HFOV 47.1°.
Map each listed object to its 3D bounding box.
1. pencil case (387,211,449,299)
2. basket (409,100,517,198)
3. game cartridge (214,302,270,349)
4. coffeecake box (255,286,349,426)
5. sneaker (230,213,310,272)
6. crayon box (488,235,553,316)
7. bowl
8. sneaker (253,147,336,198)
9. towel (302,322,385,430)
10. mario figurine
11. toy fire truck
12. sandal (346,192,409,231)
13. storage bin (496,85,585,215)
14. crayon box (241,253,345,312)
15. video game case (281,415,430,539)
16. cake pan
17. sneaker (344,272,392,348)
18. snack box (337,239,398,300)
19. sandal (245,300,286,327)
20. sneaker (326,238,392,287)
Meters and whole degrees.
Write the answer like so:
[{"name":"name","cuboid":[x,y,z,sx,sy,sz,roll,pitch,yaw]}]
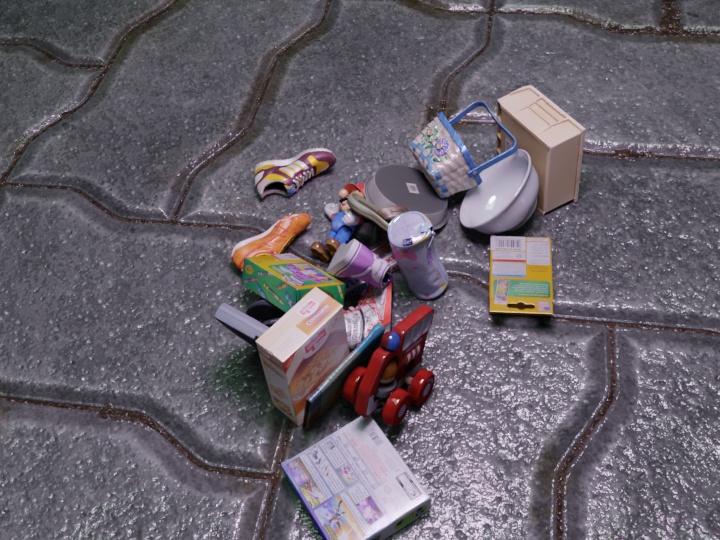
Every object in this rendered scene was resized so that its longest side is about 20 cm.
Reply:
[{"name":"pencil case","cuboid":[0.116,-0.028,1.620,0.089,0.201,0.084,-12,52,10]},{"name":"basket","cuboid":[0.221,-0.264,1.784,0.198,0.140,0.177,-31,48,0]},{"name":"game cartridge","cuboid":[-0.186,0.123,1.526,0.132,0.200,0.042,30,80,27]},{"name":"coffeecake box","cuboid":[-0.096,0.156,1.482,0.073,0.202,0.153,31,59,29]},{"name":"sneaker","cuboid":[-0.184,-0.055,1.783,0.199,0.073,0.077,-35,75,-17]},{"name":"crayon box","cuboid":[0.319,0.021,1.651,0.123,0.052,0.202,2,48,9]},{"name":"bowl","cuboid":[0.310,-0.149,1.749,0.201,0.090,0.202,-43,23,24]},{"name":"sneaker","cuboid":[-0.147,-0.217,1.913,0.197,0.075,0.091,-15,56,2]},{"name":"towel","cuboid":[-0.032,0.190,1.484,0.022,0.147,0.200,39,62,15]},{"name":"mario figurine","cuboid":[-0.043,-0.121,1.786,0.122,0.107,0.201,15,54,22]},{"name":"toy fire truck","cuboid":[0.058,0.164,1.460,0.111,0.170,0.199,25,32,27]},{"name":"sandal","cuboid":[0.063,-0.114,1.689,0.199,0.058,0.080,31,14,11]},{"name":"storage bin","cuboid":[0.382,-0.262,1.794,0.093,0.202,0.199,-26,50,-14]},{"name":"crayon box","cuboid":[-0.134,0.026,1.633,0.117,0.059,0.199,-6,22,-38]},{"name":"video game case","cuboid":[-0.009,0.364,1.392,0.179,0.046,0.200,-27,51,-18]},{"name":"cake pan","cuboid":[0.105,-0.164,1.801,0.197,0.037,0.202,14,39,-11]},{"name":"sneaker","cuboid":[0.010,0.069,1.636,0.106,0.068,0.204,0,51,4]},{"name":"snack box","cuboid":[-0.008,0.008,1.720,0.198,0.025,0.072,-30,52,-19]},{"name":"sandal","cuboid":[-0.140,0.108,1.611,0.197,0.077,0.043,13,44,17]},{"name":"sneaker","cuboid":[0.000,0.001,1.631,0.113,0.200,0.073,30,82,-11]}]
